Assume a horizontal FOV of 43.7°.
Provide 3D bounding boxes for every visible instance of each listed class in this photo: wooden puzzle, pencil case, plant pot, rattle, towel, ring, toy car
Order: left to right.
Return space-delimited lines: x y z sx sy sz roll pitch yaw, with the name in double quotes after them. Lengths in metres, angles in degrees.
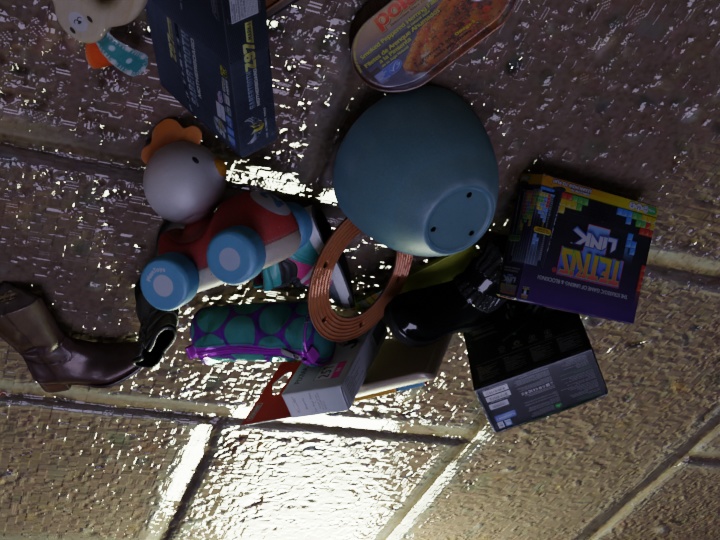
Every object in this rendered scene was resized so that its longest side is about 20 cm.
-0.269 -0.237 0.843 0.129 0.144 0.201 11 136 -9 "rattle"
-0.177 -0.084 1.032 0.176 0.184 0.201 -19 98 21 "toy car"
-0.137 0.090 1.238 0.198 0.093 0.086 -3 124 25 "pencil case"
0.000 0.000 1.186 0.200 0.019 0.202 -29 133 -36 "ring"
0.043 0.140 1.303 0.184 0.200 0.038 -16 102 22 "wooden puzzle"
0.090 0.022 1.316 0.199 0.018 0.086 -28 142 17 "towel"
0.084 -0.095 1.049 0.198 0.135 0.201 -15 131 -18 "plant pot"

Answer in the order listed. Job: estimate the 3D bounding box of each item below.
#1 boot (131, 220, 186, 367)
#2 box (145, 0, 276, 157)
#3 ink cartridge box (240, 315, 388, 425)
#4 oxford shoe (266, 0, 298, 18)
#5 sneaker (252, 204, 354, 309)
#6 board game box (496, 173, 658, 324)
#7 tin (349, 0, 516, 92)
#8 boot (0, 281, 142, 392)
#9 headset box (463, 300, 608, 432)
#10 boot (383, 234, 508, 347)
-0.244 0.032 1.164 0.067 0.131 0.200 14 133 -26 "boot"
-0.151 -0.232 0.871 0.051 0.158 0.201 -31 146 -25 "box"
-0.067 0.136 1.272 0.172 0.200 0.044 -11 113 24 "ink cartridge box"
-0.052 -0.316 0.881 0.199 0.071 0.071 -35 106 25 "oxford shoe"
-0.084 0.000 1.201 0.120 0.084 0.201 -16 141 9 "sneaker"
0.292 -0.027 1.201 0.198 0.057 0.167 11 90 -24 "board game box"
0.075 -0.273 0.964 0.199 0.042 0.112 -33 138 23 "tin"
-0.411 0.085 1.248 0.185 0.065 0.201 -16 134 3 "boot"
0.247 0.114 1.322 0.173 0.201 0.093 -22 122 11 "headset box"
0.143 0.024 1.235 0.210 0.080 0.158 -11 154 -43 "boot"
